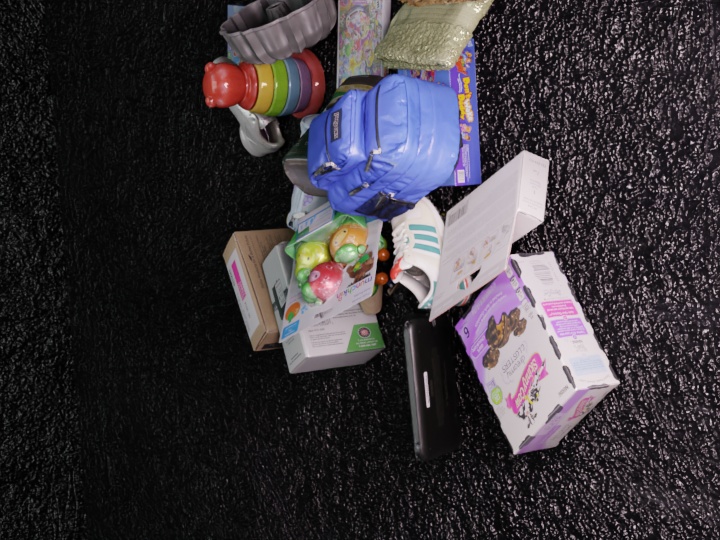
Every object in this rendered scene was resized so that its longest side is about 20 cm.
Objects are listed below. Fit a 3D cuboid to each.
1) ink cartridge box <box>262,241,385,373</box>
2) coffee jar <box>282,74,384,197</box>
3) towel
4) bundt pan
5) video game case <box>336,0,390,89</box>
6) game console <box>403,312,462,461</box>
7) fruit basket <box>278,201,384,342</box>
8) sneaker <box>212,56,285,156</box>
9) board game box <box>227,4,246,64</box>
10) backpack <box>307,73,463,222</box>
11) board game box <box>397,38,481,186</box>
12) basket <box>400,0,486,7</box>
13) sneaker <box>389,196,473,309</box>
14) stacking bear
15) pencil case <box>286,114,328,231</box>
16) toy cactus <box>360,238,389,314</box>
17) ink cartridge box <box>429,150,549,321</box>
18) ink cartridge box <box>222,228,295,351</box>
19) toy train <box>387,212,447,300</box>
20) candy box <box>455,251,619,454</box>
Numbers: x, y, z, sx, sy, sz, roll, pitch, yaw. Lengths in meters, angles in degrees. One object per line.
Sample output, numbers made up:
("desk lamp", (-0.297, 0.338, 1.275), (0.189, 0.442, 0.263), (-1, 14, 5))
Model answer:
("ink cartridge box", (-0.062, 0.054, 1.914), (0.083, 0.146, 0.200), (-45, 55, 55))
("coffee jar", (-0.022, -0.203, 1.742), (0.104, 0.200, 0.085), (7, 142, 44))
("towel", (0.098, -0.338, 1.600), (0.149, 0.036, 0.200), (-60, 30, -3))
("bundt pan", (-0.124, -0.400, 1.918), (0.202, 0.202, 0.076), (23, 143, 58))
("video game case", (0.003, -0.341, 1.857), (0.143, 0.018, 0.200), (22, 114, 58))
("game console", (0.079, 0.166, 1.718), (0.116, 0.176, 0.200), (-6, 91, 33))
("fruit basket", (-0.046, -0.009, 1.687), (0.185, 0.094, 0.200), (-27, 33, 35))
("sneaker", (-0.198, -0.303, 2.136), (0.100, 0.075, 0.200), (1, 127, 54))
("board game box", (-0.193, -0.413, 2.178), (0.200, 0.037, 0.152), (25, 117, 58))
("backpack", (0.033, -0.167, 1.576), (0.200, 0.168, 0.163), (-24, 64, 52))
("board game box", (0.109, -0.218, 1.659), (0.134, 0.045, 0.200), (4, 99, 60))
("basket", (0.088, -0.439, 1.516), (0.200, 0.143, 0.149), (19, 86, 60))
("sneaker", (0.074, -0.030, 1.640), (0.200, 0.093, 0.070), (61, 143, 22))
("stacking bear", (-0.172, -0.314, 1.988), (0.114, 0.200, 0.122), (24, 115, 58))
("pencil case", (-0.071, -0.158, 1.949), (0.083, 0.091, 0.200), (46, 132, 49))
("toy cactus", (0.000, 0.000, 1.836), (0.200, 0.102, 0.165), (-115, 12, -53))
("ink cartridge box", (0.165, -0.036, 1.521), (0.200, 0.045, 0.176), (-40, 34, 57))
("ink cartridge box", (-0.127, 0.029, 2.006), (0.075, 0.164, 0.200), (-54, 48, 50))
("toy train", (0.086, -0.020, 1.740), (0.046, 0.034, 0.200), (51, 141, 16))
("candy box", (0.219, 0.105, 1.491), (0.168, 0.071, 0.200), (-58, 46, 47))
